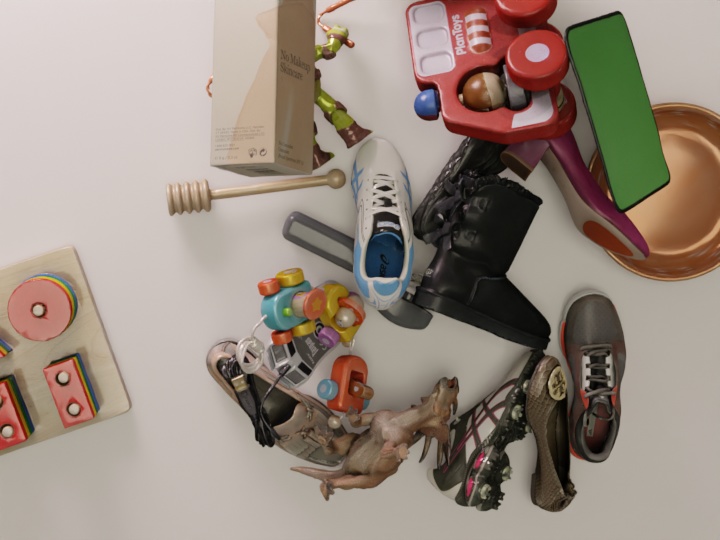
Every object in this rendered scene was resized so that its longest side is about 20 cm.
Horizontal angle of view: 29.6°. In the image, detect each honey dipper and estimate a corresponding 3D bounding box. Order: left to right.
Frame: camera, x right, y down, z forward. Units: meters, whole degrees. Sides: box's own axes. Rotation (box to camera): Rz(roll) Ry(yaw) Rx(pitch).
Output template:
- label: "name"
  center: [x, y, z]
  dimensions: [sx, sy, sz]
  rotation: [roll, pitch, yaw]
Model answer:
- label: "honey dipper"
  center: [-0.115, -0.089, 1.513]
  dimensions: [0.200, 0.038, 0.038]
  rotation: [-6, 97, -5]

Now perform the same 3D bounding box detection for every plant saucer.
- label: "plant saucer"
  center: [0.348, -0.089, 1.536]
  dimensions: [0.200, 0.037, 0.201]
  rotation: [0, 96, -3]

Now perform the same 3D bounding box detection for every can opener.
- label: "can opener"
  center: [0.000, 0.000, 1.519]
  dimensions: [0.200, 0.053, 0.067]
  rotation: [31, 95, -6]

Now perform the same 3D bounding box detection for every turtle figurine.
- label: "turtle figurine"
  center: [-0.055, -0.202, 1.488]
  dimensions: [0.200, 0.064, 0.161]
  rotation: [-32, 97, 1]

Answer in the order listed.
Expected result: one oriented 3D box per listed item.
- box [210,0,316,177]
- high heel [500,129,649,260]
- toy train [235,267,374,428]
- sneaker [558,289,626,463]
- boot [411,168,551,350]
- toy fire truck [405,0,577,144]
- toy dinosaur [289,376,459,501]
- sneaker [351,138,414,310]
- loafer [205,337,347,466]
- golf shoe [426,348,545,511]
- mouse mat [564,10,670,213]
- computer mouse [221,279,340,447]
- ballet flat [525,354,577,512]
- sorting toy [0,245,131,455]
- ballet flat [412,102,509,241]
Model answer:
- label: "box"
  center: [-0.100, -0.202, 1.416]
  dimensions: [0.078, 0.095, 0.200]
  rotation: [0, 87, 24]
- label: "high heel"
  center: [0.254, -0.101, 1.487]
  dimensions: [0.200, 0.067, 0.096]
  rotation: [41, 71, -5]
- label: "toy train"
  center: [-0.039, 0.081, 1.460]
  dimensions: [0.200, 0.056, 0.150]
  rotation: [29, 68, -45]
- label: "sneaker"
  center: [0.270, 0.123, 1.532]
  dimensions: [0.077, 0.082, 0.200]
  rotation: [-4, 97, -3]
- label: "boot"
  center: [0.155, -0.012, 1.496]
  dimensions: [0.198, 0.073, 0.163]
  rotation: [22, 90, -30]
- label: "toy fire truck"
  center: [0.136, -0.217, 1.450]
  dimensions: [0.168, 0.112, 0.200]
  rotation: [-10, 59, 9]
- label: "toy dinosaur"
  center: [0.025, 0.199, 1.500]
  dimensions: [0.200, 0.135, 0.086]
  rotation: [-35, 64, 23]
- label: "sneaker"
  center: [0.027, -0.057, 1.478]
  dimensions: [0.072, 0.072, 0.200]
  rotation: [4, 67, -13]
- label: "loafer"
  center: [-0.094, 0.156, 1.526]
  dimensions: [0.200, 0.063, 0.072]
  rotation: [41, 94, -6]
- label: "golf shoe"
  center: [0.146, 0.169, 1.532]
  dimensions: [0.088, 0.077, 0.200]
  rotation: [18, 70, 36]
- label: "mouse mat"
  center: [0.274, -0.170, 1.439]
  dimensions: [0.008, 0.161, 0.200]
  rotation: [-12, 99, 36]
- label: "computer mouse"
  center: [-0.076, 0.090, 1.494]
  dimensions: [0.200, 0.044, 0.110]
  rotation: [-50, 122, -37]
- label: "ballet flat"
  center: [0.218, 0.187, 1.522]
  dimensions: [0.067, 0.046, 0.200]
  rotation: [-28, 124, -42]
- label: "sorting toy"
  center: [-0.382, 0.098, 1.502]
  dimensions: [0.200, 0.070, 0.199]
  rotation: [-19, 97, 0]
- label: "ballet flat"
  center: [0.121, -0.118, 1.517]
  dimensions: [0.066, 0.057, 0.200]
  rotation: [41, 86, -27]
